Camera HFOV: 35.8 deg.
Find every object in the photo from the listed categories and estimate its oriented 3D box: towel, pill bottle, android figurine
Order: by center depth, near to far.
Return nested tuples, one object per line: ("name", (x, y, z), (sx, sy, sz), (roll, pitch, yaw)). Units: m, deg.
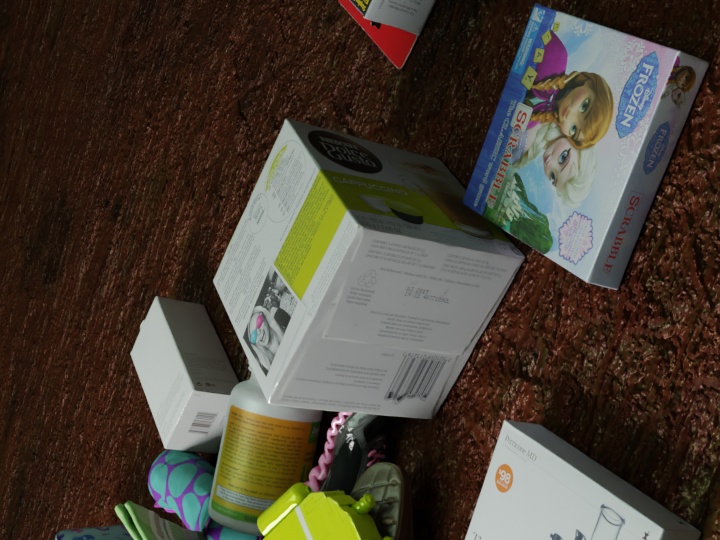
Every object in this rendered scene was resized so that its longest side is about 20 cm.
("android figurine", (-0.042, 0.296, 1.085), (0.200, 0.041, 0.183), (-47, 55, 25))
("towel", (-0.182, 0.324, 1.210), (0.031, 0.200, 0.149), (-40, 64, -6))
("pill bottle", (-0.104, 0.192, 1.285), (0.110, 0.110, 0.204), (13, 92, 56))

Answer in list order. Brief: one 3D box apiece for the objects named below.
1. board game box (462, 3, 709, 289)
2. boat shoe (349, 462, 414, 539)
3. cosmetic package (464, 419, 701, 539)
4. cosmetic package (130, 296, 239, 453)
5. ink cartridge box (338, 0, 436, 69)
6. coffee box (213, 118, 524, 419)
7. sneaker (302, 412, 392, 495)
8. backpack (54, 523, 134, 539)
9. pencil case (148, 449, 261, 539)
("board game box", (0.189, -0.116, 0.989), (0.199, 0.041, 0.203), (38, 113, 54))
("boat shoe", (0.020, 0.291, 1.104), (0.071, 0.067, 0.204), (4, 86, 39))
("cosmetic package", (0.169, 0.234, 0.917), (0.199, 0.051, 0.153), (30, 104, 55))
("cosmetic package", (-0.241, 0.141, 1.532), (0.109, 0.084, 0.201), (-60, 37, 25))
("ink cartridge box", (0.016, -0.359, 1.281), (0.177, 0.083, 0.201), (-63, 37, 24))
("coffee box", (0.000, 0.000, 1.101), (0.202, 0.197, 0.199), (-63, 37, 24))
("sneaker", (0.000, 0.216, 1.176), (0.095, 0.078, 0.202), (40, 117, 29))
("backpack", (-0.346, 0.450, 1.526), (0.200, 0.175, 0.153), (50, 127, 45))
("pencil case", (-0.203, 0.300, 1.430), (0.199, 0.084, 0.094), (24, 95, 56))
